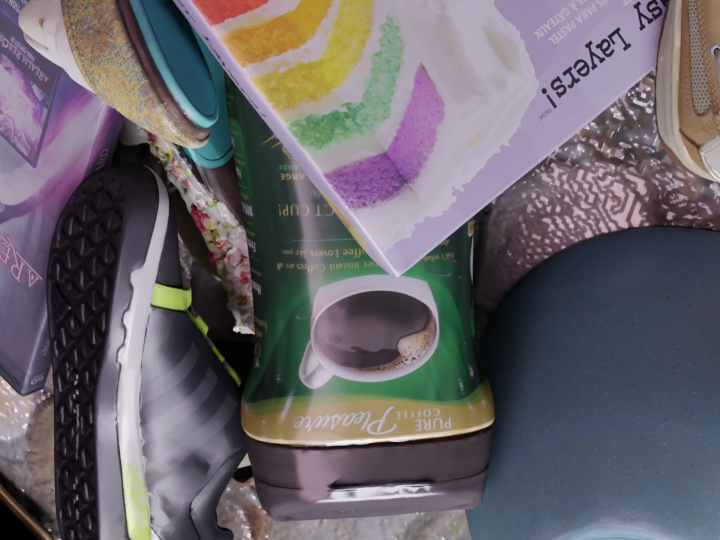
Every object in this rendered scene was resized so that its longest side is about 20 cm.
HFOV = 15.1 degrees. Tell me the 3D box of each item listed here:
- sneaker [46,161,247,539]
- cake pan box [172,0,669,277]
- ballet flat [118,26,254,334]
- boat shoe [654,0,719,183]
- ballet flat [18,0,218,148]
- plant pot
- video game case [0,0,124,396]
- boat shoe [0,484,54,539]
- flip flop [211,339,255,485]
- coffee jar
[{"bbox_3d":[-0.082,0.043,1.135,0.082,0.072,0.201,-10,122,-26],"label":"sneaker"},{"bbox_3d":[0.031,-0.129,1.009,0.200,0.052,0.185,-38,109,-5],"label":"cake pan box"},{"bbox_3d":[-0.066,-0.047,1.145,0.064,0.076,0.201,-8,117,38],"label":"ballet flat"},{"bbox_3d":[0.147,-0.129,0.973,0.071,0.076,0.201,-6,100,-14],"label":"boat shoe"},{"bbox_3d":[-0.106,-0.119,1.046,0.070,0.201,0.071,-13,151,-7],"label":"ballet flat"},{"bbox_3d":[0.127,0.102,1.135,0.199,0.135,0.201,9,124,13],"label":"plant pot"},{"bbox_3d":[-0.161,-0.064,1.158,0.143,0.019,0.201,43,131,27],"label":"video game case"},{"bbox_3d":[-0.218,0.089,1.295,0.068,0.072,0.200,-27,120,27],"label":"boat shoe"},{"bbox_3d":[-0.034,0.064,1.212,0.199,0.081,0.058,-20,129,23],"label":"flip flop"},{"bbox_3d":[0.000,0.000,1.095,0.104,0.085,0.201,-3,98,-6],"label":"coffee jar"}]
